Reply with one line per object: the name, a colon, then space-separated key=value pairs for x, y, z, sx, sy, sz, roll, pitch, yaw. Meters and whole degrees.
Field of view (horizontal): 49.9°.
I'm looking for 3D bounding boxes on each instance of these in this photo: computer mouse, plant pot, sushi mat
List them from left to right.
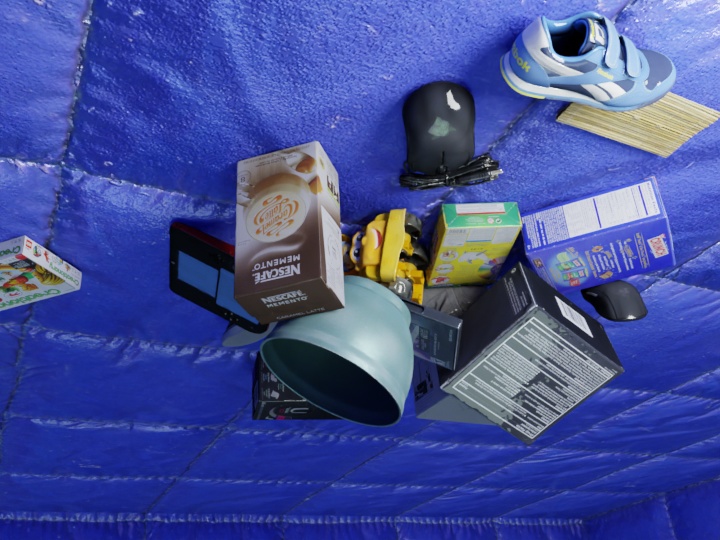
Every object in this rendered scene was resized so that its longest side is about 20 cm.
plant pot: x=-0.012 y=0.093 z=1.010 sx=0.199 sy=0.135 sz=0.201 roll=21 pitch=150 yaw=13
computer mouse: x=0.105 y=-0.150 z=0.953 sx=0.138 sy=0.053 sz=0.200 roll=-8 pitch=152 yaw=8
computer mouse: x=0.372 y=0.033 z=1.257 sx=0.139 sy=0.200 sz=0.046 roll=-6 pitch=107 yaw=2
sushi mat: x=0.344 y=-0.192 z=0.957 sx=0.199 sy=0.012 sz=0.096 roll=11 pitch=149 yaw=-27

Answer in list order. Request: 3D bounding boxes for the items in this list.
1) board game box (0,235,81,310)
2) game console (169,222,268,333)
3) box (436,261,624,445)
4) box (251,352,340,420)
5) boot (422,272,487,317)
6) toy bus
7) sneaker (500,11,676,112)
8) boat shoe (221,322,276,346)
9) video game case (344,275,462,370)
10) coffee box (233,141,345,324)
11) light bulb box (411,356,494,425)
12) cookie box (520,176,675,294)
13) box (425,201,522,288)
board game box: x=-0.543 y=0.012 z=1.164 sx=0.199 sy=0.035 sz=0.126 roll=-14 pitch=151 yaw=16
game console: x=-0.209 y=0.018 z=1.169 sx=0.176 sy=0.031 sz=0.200 roll=23 pitch=148 yaw=-1
box: x=0.249 y=0.129 z=1.183 sx=0.200 sy=0.124 sz=0.198 roll=35 pitch=115 yaw=-22
box: x=-0.117 y=0.237 z=1.576 sx=0.199 sy=0.107 sz=0.122 roll=2 pitch=152 yaw=-13
boot: x=0.124 y=0.071 z=1.280 sx=0.199 sy=0.132 sz=0.070 roll=-8 pitch=153 yaw=6
toy bus: x=0.000 y=0.000 z=1.156 sx=0.191 sy=0.136 sz=0.200 roll=5 pitch=152 yaw=14
sneaker: x=0.254 y=-0.224 z=0.823 sx=0.199 sy=0.074 sz=0.082 roll=1 pitch=149 yaw=-13
boat shoe: x=-0.179 y=0.076 z=1.320 sx=0.068 sy=0.057 sz=0.200 roll=5 pitch=153 yaw=-37
video game case: x=0.045 y=0.072 z=1.094 sx=0.199 sy=0.019 sz=0.143 roll=20 pitch=154 yaw=14
coffee box: x=-0.087 y=-0.047 z=0.951 sx=0.114 sy=0.201 sz=0.080 roll=-13 pitch=148 yaw=14
light bulb box: x=0.198 y=0.158 z=1.381 sx=0.197 sy=0.201 sz=0.125 roll=10 pitch=147 yaw=-26
cookie box: x=0.358 y=-0.044 z=1.165 sx=0.199 sy=0.076 sz=0.171 roll=-15 pitch=150 yaw=19
box: x=0.166 y=-0.031 z=1.191 sx=0.116 sy=0.049 sz=0.200 roll=-2 pitch=149 yaw=-7
